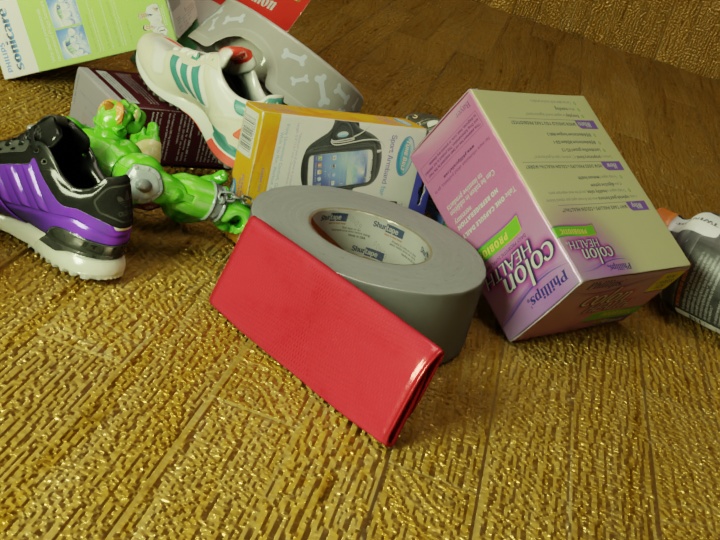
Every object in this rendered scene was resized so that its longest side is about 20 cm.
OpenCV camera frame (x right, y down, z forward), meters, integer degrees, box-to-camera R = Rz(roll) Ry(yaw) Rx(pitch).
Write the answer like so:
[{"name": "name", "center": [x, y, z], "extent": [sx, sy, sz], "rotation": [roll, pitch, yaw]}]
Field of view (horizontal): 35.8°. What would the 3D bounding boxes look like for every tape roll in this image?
[{"name": "tape roll", "center": [0.000, 0.000, 0.907], "extent": [0.197, 0.067, 0.201], "rotation": [16, 21, -6]}]

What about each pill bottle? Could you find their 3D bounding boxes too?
[{"name": "pill bottle", "center": [0.368, 0.010, 1.101], "extent": [0.199, 0.108, 0.106], "rotation": [30, 25, 28]}]

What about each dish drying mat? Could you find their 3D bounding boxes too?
[{"name": "dish drying mat", "center": [-0.030, 0.038, 0.783], "extent": [0.199, 0.078, 0.018], "rotation": [35, 11, 37]}]

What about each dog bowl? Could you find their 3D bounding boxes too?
[{"name": "dog bowl", "center": [-0.082, -0.205, 1.154], "extent": [0.199, 0.059, 0.200], "rotation": [36, 1, -1]}]

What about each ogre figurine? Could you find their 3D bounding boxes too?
[{"name": "ogre figurine", "center": [-0.192, -0.084, 0.935], "extent": [0.200, 0.098, 0.119], "rotation": [47, 15, 25]}]

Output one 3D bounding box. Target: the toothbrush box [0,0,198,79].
[{"name": "toothbrush box", "center": [-0.293, -0.286, 1.234], "extent": [0.197, 0.087, 0.146], "rotation": [-12, 22, 7]}]

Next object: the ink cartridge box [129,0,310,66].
[{"name": "ink cartridge box", "center": [-0.159, -0.288, 1.301], "extent": [0.160, 0.201, 0.050], "rotation": [34, 0, 38]}]

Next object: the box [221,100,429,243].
[{"name": "box", "center": [-0.022, -0.082, 1.009], "extent": [0.198, 0.121, 0.041], "rotation": [1, 21, -37]}]

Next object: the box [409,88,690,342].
[{"name": "box", "center": [0.171, -0.053, 1.009], "extent": [0.174, 0.097, 0.202], "rotation": [-6, 60, -44]}]

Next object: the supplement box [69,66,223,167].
[{"name": "supplement box", "center": [-0.183, -0.154, 1.139], "extent": [0.198, 0.062, 0.109], "rotation": [-1, 28, -36]}]

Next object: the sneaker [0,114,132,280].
[{"name": "sneaker", "center": [-0.251, -0.077, 0.852], "extent": [0.198, 0.101, 0.069], "rotation": [25, 21, 17]}]

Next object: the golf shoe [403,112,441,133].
[{"name": "golf shoe", "center": [0.072, -0.120, 1.150], "extent": [0.093, 0.079, 0.200], "rotation": [16, 12, 9]}]

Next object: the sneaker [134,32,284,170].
[{"name": "sneaker", "center": [-0.137, -0.184, 1.052], "extent": [0.070, 0.094, 0.200], "rotation": [-11, 50, -45]}]

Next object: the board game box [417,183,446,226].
[{"name": "board game box", "center": [0.139, -0.061, 1.191], "extent": [0.197, 0.035, 0.136], "rotation": [5, 25, -26]}]
